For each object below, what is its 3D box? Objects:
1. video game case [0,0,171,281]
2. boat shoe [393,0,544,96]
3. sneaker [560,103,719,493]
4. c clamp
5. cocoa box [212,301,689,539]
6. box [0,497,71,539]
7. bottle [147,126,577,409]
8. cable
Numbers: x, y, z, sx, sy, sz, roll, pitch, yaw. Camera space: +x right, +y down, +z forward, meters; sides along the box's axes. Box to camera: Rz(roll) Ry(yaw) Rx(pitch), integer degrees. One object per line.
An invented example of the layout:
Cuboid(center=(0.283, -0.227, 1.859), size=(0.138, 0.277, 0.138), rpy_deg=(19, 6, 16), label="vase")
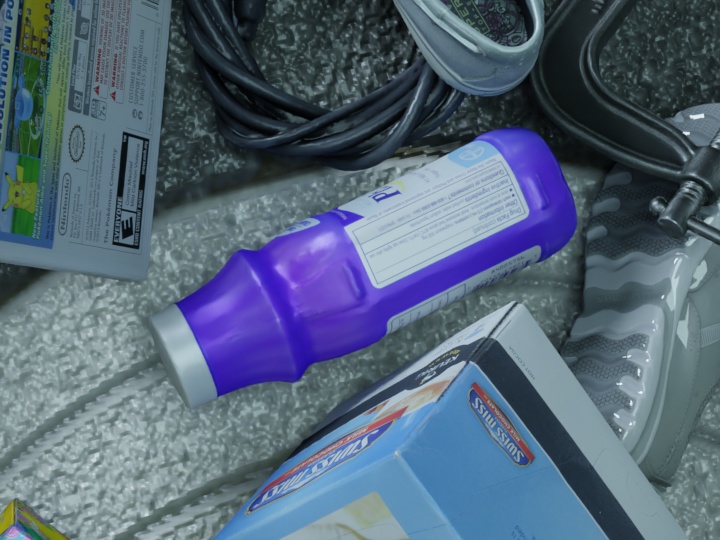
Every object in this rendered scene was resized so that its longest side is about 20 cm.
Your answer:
Cuboid(center=(-0.138, -0.103, 0.739), size=(0.022, 0.182, 0.202), rpy_deg=(3, 86, 25), label="video game case")
Cuboid(center=(0.020, -0.172, 0.773), size=(0.070, 0.072, 0.202), rpy_deg=(-35, 89, -14), label="boat shoe")
Cuboid(center=(0.151, 0.013, 0.851), size=(0.082, 0.074, 0.202), rpy_deg=(36, 73, -44), label="sneaker")
Cuboid(center=(0.173, -0.099, 0.832), size=(0.170, 0.027, 0.201), rpy_deg=(24, 65, 15), label="c clamp")
Cuboid(center=(0.057, 0.146, 0.756), size=(0.201, 0.133, 0.131), rpy_deg=(54, 39, -6), label="cocoa box")
Cuboid(center=(-0.130, 0.240, 0.743), size=(0.199, 0.122, 0.193), rpy_deg=(38, 82, -8), label="box")
Cuboid(center=(0.000, 0.000, 0.800), size=(0.198, 0.083, 0.066), rpy_deg=(-26, 93, -11), label="bottle")
Cuboid(center=(-0.005, -0.144, 0.821), size=(0.163, 0.051, 0.200), rpy_deg=(42, 81, -7), label="cable")
